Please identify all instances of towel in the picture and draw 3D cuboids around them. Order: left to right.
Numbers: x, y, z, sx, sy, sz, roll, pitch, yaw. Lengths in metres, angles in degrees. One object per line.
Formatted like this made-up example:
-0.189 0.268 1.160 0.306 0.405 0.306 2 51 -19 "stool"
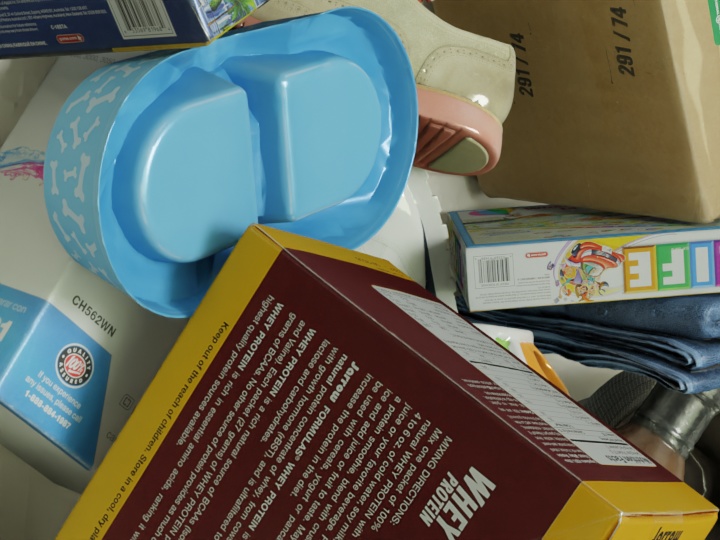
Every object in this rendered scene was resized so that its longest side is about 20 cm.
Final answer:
0.149 0.026 0.983 0.111 0.200 0.049 -8 100 -36 "towel"

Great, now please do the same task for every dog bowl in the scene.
-0.055 -0.052 0.770 0.200 0.049 0.112 -25 118 -46 "dog bowl"

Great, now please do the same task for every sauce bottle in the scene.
0.136 0.138 0.990 0.065 0.065 0.200 37 84 -36 "sauce bottle"

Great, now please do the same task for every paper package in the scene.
0.136 -0.138 0.946 0.103 0.190 0.201 -29 114 -32 "paper package"

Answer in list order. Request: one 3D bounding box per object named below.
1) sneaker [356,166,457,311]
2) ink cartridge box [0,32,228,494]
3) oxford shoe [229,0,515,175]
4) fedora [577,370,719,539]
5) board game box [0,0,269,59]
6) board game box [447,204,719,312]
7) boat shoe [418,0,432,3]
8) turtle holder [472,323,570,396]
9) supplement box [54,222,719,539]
0.000 0.000 0.949 0.080 0.076 0.201 -25 112 -20 "sneaker"
-0.106 -0.005 0.828 0.145 0.084 0.200 48 62 -47 "ink cartridge box"
-0.017 -0.115 0.885 0.200 0.071 0.074 23 66 -9 "oxford shoe"
0.186 0.135 1.099 0.199 0.090 0.177 4 94 -26 "fedora"
-0.086 -0.167 0.797 0.200 0.200 0.062 -44 124 -39 "board game box"
0.151 -0.014 0.956 0.199 0.134 0.034 -4 100 0 "board game box"
-0.022 -0.213 0.894 0.062 0.071 0.200 -23 117 10 "boat shoe"
0.028 0.091 0.900 0.141 0.185 0.132 7 87 -47 "turtle holder"
0.004 0.123 0.750 0.198 0.200 0.133 -58 154 9 "supplement box"
